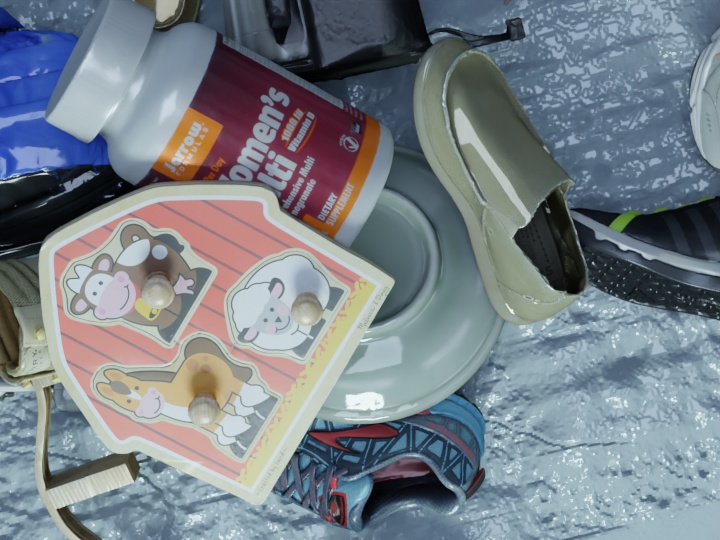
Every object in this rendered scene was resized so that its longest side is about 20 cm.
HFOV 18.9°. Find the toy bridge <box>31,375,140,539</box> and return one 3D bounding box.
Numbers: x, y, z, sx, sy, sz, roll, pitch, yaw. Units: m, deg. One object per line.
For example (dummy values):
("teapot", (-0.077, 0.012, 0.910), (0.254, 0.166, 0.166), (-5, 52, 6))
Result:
("toy bridge", (-0.184, 0.142, 1.471), (0.067, 0.027, 0.200), (-19, 109, 12))

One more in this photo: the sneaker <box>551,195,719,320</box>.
("sneaker", (0.228, -0.017, 1.451), (0.200, 0.072, 0.083), (16, 69, 4))

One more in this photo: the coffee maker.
("coffee maker", (-0.012, -0.232, 1.441), (0.192, 0.135, 0.201), (-10, 91, -19))

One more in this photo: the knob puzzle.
("knob puzzle", (-0.106, 0.033, 1.322), (0.219, 0.030, 0.220), (-1, 110, -1))

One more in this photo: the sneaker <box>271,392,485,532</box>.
("sneaker", (-0.017, 0.127, 1.439), (0.199, 0.096, 0.079), (-4, 133, 6))

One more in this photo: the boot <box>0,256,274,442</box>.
("boot", (-0.149, 0.053, 1.391), (0.200, 0.155, 0.073), (52, 136, 27))

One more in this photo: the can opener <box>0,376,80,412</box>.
("can opener", (-0.191, 0.063, 1.488), (0.199, 0.053, 0.067), (-2, 92, 4))

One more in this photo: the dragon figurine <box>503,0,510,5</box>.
("dragon figurine", (0.080, -0.285, 1.451), (0.059, 0.099, 0.200), (-24, 108, 4))

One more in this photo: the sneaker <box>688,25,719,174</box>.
("sneaker", (0.281, -0.152, 1.410), (0.076, 0.092, 0.200), (19, 95, -20))

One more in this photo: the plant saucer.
("plant saucer", (0.000, 0.000, 1.436), (0.200, 0.050, 0.201), (-2, 70, 4))

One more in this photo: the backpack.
("backpack", (-0.249, -0.093, 1.436), (0.199, 0.163, 0.168), (-11, 82, 7))

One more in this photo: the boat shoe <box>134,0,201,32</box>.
("boat shoe", (-0.152, -0.255, 1.472), (0.073, 0.063, 0.201), (-5, 91, 6))

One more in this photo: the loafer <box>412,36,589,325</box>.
("loafer", (0.098, -0.060, 1.396), (0.068, 0.076, 0.200), (-4, 116, 47))

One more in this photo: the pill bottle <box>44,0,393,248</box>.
("pill bottle", (-0.088, -0.087, 1.352), (0.200, 0.110, 0.110), (28, 94, -15))
